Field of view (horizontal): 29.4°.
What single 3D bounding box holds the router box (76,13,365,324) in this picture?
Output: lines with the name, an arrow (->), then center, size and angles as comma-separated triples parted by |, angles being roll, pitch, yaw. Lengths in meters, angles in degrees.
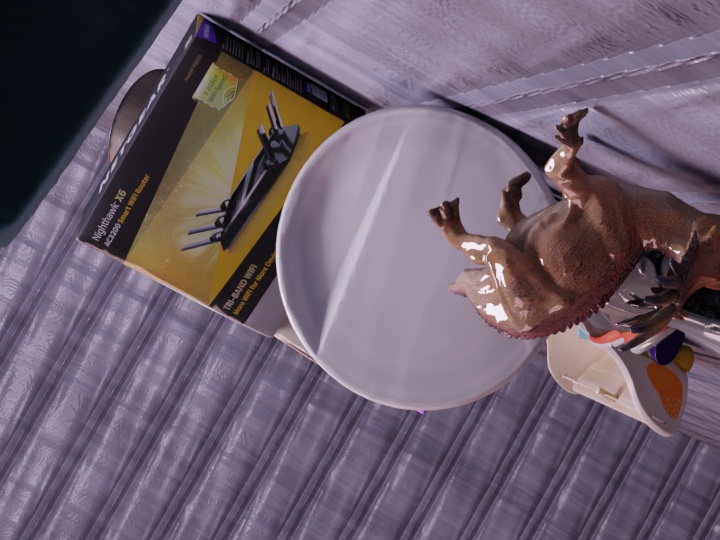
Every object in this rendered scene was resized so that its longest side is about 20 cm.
router box -> -0.110, -0.076, 1.089 | 0.156, 0.201, 0.052 | 27, -156, -18

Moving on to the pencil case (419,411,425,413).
pencil case -> 0.123, 0.055, 1.365 | 0.086, 0.198, 0.084 | 64, 168, -12

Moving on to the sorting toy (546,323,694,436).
sorting toy -> 0.263, 0.078, 1.551 | 0.179, 0.107, 0.200 | 36, 174, -24

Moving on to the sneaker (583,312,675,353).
sneaker -> 0.224, 0.016, 1.183 | 0.082, 0.077, 0.200 | 54, 175, -3

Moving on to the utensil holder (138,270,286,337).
utensil holder -> -0.104, -0.064, 1.245 | 0.168, 0.202, 0.170 | 27, 177, 2

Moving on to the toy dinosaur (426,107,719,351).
toy dinosaur -> 0.122, -0.002, 0.777 | 0.085, 0.199, 0.137 | -13, -107, -55

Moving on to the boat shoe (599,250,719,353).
boat shoe -> 0.214, 0.002, 0.931 | 0.199, 0.070, 0.072 | 26, 160, 25

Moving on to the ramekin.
ramekin -> 0.049, -0.009, 0.945 | 0.201, 0.204, 0.094 | 26, -171, 15

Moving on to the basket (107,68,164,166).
basket -> -0.142, -0.114, 1.458 | 0.198, 0.137, 0.180 | 22, 178, 16

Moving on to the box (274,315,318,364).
box -> 0.000, 0.000, 1.353 | 0.108, 0.128, 0.200 | 32, -156, -9

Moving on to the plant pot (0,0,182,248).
plant pot -> -0.183, -0.157, 0.487 | 0.199, 0.197, 0.196 | 37, 180, 14

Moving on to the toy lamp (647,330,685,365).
toy lamp -> 0.236, 0.040, 1.415 | 0.199, 0.059, 0.058 | 25, 177, 42
